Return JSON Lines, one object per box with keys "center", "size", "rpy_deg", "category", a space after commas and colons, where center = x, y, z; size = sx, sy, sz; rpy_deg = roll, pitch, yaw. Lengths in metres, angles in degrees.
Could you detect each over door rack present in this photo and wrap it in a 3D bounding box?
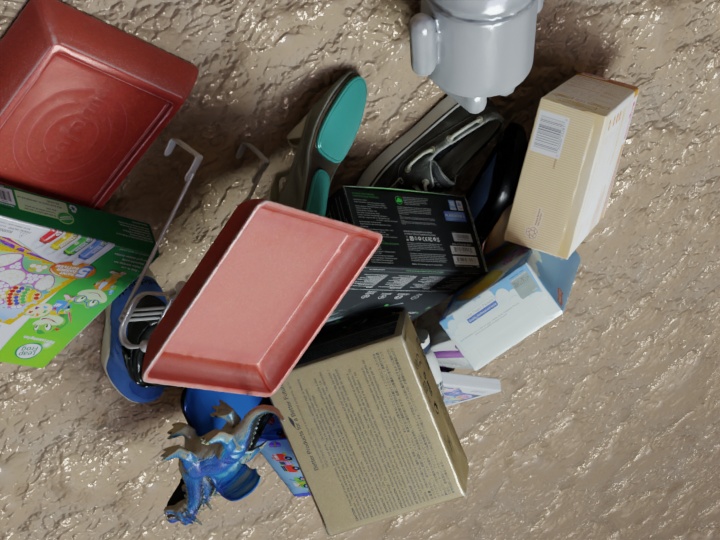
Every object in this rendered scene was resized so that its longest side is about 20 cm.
{"center": [-0.148, -0.021, 1.498], "size": [0.147, 0.066, 0.202], "rpy_deg": [-4, 113, -65], "category": "over door rack"}

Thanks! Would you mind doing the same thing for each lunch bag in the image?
{"center": [-0.004, 0.203, 1.816], "size": [0.151, 0.198, 0.095], "rpy_deg": [60, 42, -51], "category": "lunch bag"}

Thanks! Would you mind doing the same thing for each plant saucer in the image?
{"center": [-0.096, 0.022, 1.457], "size": [0.201, 0.037, 0.199], "rpy_deg": [-55, 148, 14], "category": "plant saucer"}
{"center": [-0.264, -0.129, 1.409], "size": [0.199, 0.037, 0.200], "rpy_deg": [21, 117, -48], "category": "plant saucer"}

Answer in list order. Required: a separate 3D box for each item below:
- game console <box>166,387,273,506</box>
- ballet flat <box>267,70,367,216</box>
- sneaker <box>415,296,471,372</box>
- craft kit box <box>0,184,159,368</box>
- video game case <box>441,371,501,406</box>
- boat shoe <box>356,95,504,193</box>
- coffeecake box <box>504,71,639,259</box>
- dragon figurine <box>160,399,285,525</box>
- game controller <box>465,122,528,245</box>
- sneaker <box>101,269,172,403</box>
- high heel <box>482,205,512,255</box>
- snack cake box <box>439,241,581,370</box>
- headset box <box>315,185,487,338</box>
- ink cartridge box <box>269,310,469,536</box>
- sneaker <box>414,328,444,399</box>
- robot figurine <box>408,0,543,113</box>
{"center": [-0.155, 0.137, 1.702], "size": [0.118, 0.201, 0.170], "rpy_deg": [45, 136, -13], "category": "game console"}
{"center": [-0.052, -0.107, 1.549], "size": [0.067, 0.063, 0.202], "rpy_deg": [36, 68, -58], "category": "ballet flat"}
{"center": [0.102, 0.064, 1.811], "size": [0.074, 0.101, 0.200], "rpy_deg": [14, 169, -16], "category": "sneaker"}
{"center": [-0.324, 0.010, 1.475], "size": [0.197, 0.049, 0.199], "rpy_deg": [-39, 148, 29], "category": "craft kit box"}
{"center": [0.050, 0.154, 1.896], "size": [0.142, 0.018, 0.199], "rpy_deg": [10, 157, -44], "category": "video game case"}
{"center": [0.068, -0.109, 1.667], "size": [0.200, 0.064, 0.071], "rpy_deg": [-46, 142, 14], "category": "boat shoe"}
{"center": [0.226, -0.116, 1.660], "size": [0.200, 0.072, 0.155], "rpy_deg": [-36, 142, -66], "category": "coffeecake box"}
{"center": [-0.129, 0.187, 1.563], "size": [0.199, 0.059, 0.100], "rpy_deg": [-28, 121, 25], "category": "dragon figurine"}
{"center": [0.134, -0.074, 1.695], "size": [0.200, 0.042, 0.105], "rpy_deg": [117, -3, -60], "category": "game controller"}
{"center": [-0.217, 0.097, 1.631], "size": [0.076, 0.112, 0.201], "rpy_deg": [-17, 141, -22], "category": "sneaker"}
{"center": [0.160, -0.047, 1.797], "size": [0.095, 0.067, 0.201], "rpy_deg": [-3, 129, -49], "category": "high heel"}
{"center": [0.162, 0.020, 1.669], "size": [0.115, 0.067, 0.200], "rpy_deg": [-36, -175, 20], "category": "snack cake box"}
{"center": [0.000, 0.000, 1.660], "size": [0.173, 0.094, 0.200], "rpy_deg": [2, 154, -39], "category": "headset box"}
{"center": [0.008, 0.164, 1.682], "size": [0.163, 0.075, 0.201], "rpy_deg": [-17, 109, 14], "category": "ink cartridge box"}
{"center": [0.012, 0.121, 1.788], "size": [0.076, 0.199, 0.081], "rpy_deg": [-36, 108, -36], "category": "sneaker"}
{"center": [0.113, -0.247, 1.506], "size": [0.169, 0.113, 0.201], "rpy_deg": [-35, 147, -27], "category": "robot figurine"}
